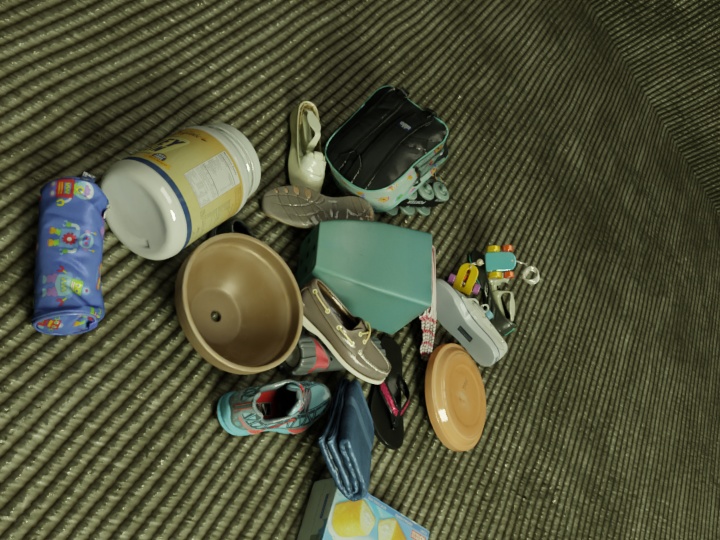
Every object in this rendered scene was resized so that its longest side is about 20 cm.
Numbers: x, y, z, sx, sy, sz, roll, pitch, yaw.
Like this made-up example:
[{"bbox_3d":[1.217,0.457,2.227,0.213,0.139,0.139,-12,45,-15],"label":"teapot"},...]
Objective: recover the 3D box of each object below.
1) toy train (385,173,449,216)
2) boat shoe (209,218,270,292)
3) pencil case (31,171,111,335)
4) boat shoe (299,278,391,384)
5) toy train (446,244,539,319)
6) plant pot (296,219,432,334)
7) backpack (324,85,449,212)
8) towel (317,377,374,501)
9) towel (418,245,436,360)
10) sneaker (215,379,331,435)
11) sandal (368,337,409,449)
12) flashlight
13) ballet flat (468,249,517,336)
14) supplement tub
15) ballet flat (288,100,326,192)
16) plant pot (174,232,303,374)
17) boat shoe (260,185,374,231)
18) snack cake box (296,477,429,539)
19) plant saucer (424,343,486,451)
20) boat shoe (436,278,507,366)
[{"bbox_3d":[0.097,-0.175,1.417,0.200,0.085,0.114,-4,65,-46],"label":"toy train"},{"bbox_3d":[-0.154,0.004,1.090,0.200,0.057,0.069,50,44,-16],"label":"boat shoe"},{"bbox_3d":[-0.361,-0.020,0.877,0.087,0.078,0.201,3,69,-20],"label":"pencil case"},{"bbox_3d":[-0.021,0.095,1.088,0.200,0.060,0.072,44,24,-8],"label":"boat shoe"},{"bbox_3d":[0.267,0.040,1.460,0.200,0.056,0.150,-40,78,-5],"label":"toy train"},{"bbox_3d":[0.000,0.000,1.187,0.199,0.141,0.142,16,59,-20],"label":"plant pot"},{"bbox_3d":[0.041,-0.206,1.265,0.176,0.153,0.200,42,72,18],"label":"backpack"},{"bbox_3d":[-0.017,0.250,1.055,0.200,0.048,0.112,-78,150,-74],"label":"towel"},{"bbox_3d":[0.119,0.062,1.277,0.030,0.200,0.147,1,62,3],"label":"towel"},{"bbox_3d":[-0.104,0.198,1.016,0.200,0.095,0.080,-1,73,-48],"label":"sneaker"},{"bbox_3d":[0.055,0.207,1.212,0.075,0.045,0.201,24,56,-36],"label":"sandal"},{"bbox_3d":[-0.044,0.132,1.139,0.200,0.068,0.068,1,106,-49],"label":"flashlight"},{"bbox_3d":[0.296,0.042,1.516,0.068,0.068,0.201,2,69,-56],"label":"ballet flat"},{"bbox_3d":[-0.248,-0.119,0.990,0.145,0.144,0.200,56,42,-9],"label":"supplement tub"},{"bbox_3d":[-0.093,-0.214,1.251,0.069,0.069,0.201,11,64,-42],"label":"ballet flat"},{"bbox_3d":[-0.188,0.056,1.004,0.200,0.093,0.202,21,57,-37],"label":"plant pot"},{"bbox_3d":[-0.077,-0.093,1.205,0.199,0.072,0.076,10,67,-19],"label":"boat shoe"},{"bbox_3d":[0.005,0.409,1.049,0.200,0.067,0.115,39,47,-25],"label":"snack cake box"},{"bbox_3d":[0.186,0.236,1.313,0.200,0.032,0.201,26,58,-49],"label":"plant saucer"},{"bbox_3d":[0.218,0.090,1.378,0.086,0.075,0.202,-22,63,-42],"label":"boat shoe"}]
